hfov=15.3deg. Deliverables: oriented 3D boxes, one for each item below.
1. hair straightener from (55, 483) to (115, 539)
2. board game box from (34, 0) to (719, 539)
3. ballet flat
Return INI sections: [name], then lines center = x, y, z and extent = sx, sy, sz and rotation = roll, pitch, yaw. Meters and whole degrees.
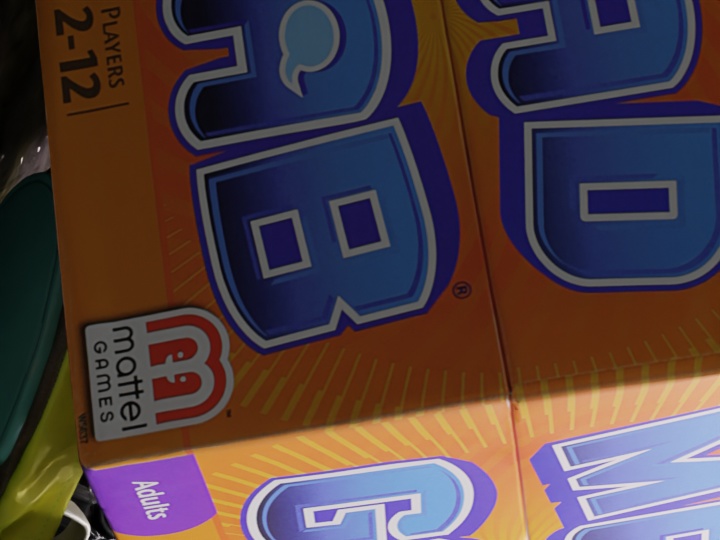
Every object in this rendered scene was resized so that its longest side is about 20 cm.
[hair straightener]
center = -0.094, 0.105, 1.000
extent = 0.200, 0.041, 0.077
rotation = -44, 156, -43
[board game box]
center = 0.030, -0.014, 0.727
extent = 0.200, 0.198, 0.201
rotation = 77, 4, -63
[ballet flat]
center = -0.104, 0.060, 0.812
extent = 0.067, 0.067, 0.201
rotation = 11, 113, -38
